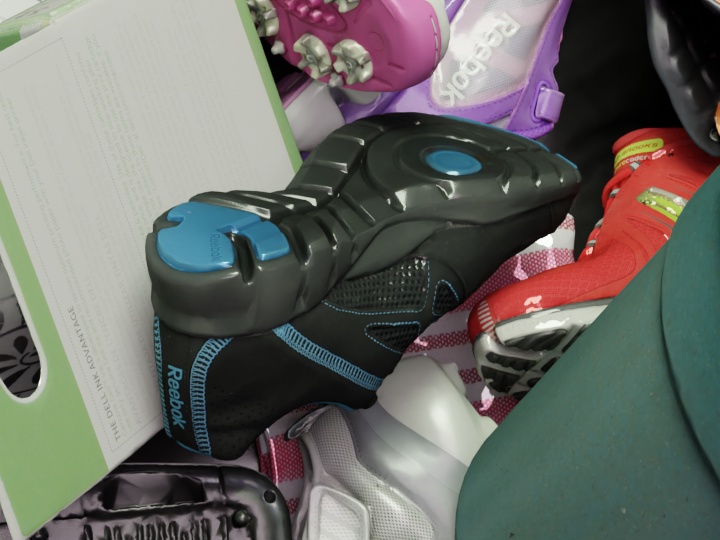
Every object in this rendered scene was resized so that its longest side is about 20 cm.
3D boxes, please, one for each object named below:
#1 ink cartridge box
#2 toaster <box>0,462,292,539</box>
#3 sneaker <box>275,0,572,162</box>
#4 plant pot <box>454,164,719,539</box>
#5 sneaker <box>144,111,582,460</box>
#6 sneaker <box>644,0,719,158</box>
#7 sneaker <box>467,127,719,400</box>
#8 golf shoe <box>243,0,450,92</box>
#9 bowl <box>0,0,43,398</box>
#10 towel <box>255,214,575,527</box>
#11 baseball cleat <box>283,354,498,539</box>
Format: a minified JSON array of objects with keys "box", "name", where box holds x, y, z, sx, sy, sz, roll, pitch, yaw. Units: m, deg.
[{"box":[-0.092,-0.016,0.808,0.200,0.048,0.146,-37,113,-48],"name":"ink cartridge box"},{"box":[-0.114,0.155,0.838,0.180,0.119,0.201,-4,82,-11],"name":"toaster"},{"box":[0.051,-0.093,0.930,0.088,0.080,0.200,46,79,-9],"name":"sneaker"},{"box":[0.142,0.067,0.785,0.199,0.196,0.201,20,49,-24],"name":"plant pot"},{"box":[0.000,0.000,0.835,0.199,0.073,0.082,-21,126,-41],"name":"sneaker"},{"box":[0.178,-0.075,0.914,0.199,0.078,0.112,32,54,-17],"name":"sneaker"},{"box":[0.112,-0.011,0.920,0.199,0.077,0.085,-20,74,-33],"name":"sneaker"},{"box":[-0.020,-0.136,0.886,0.091,0.076,0.200,-26,47,-27],"name":"golf shoe"},{"box":[-0.154,-0.045,0.876,0.199,0.094,0.202,2,80,-9],"name":"bowl"},{"box":[0.034,0.080,0.920,0.145,0.030,0.201,-10,83,-12],"name":"towel"},{"box":[0.040,0.133,0.872,0.106,0.070,0.201,-29,77,-10],"name":"baseball cleat"}]
